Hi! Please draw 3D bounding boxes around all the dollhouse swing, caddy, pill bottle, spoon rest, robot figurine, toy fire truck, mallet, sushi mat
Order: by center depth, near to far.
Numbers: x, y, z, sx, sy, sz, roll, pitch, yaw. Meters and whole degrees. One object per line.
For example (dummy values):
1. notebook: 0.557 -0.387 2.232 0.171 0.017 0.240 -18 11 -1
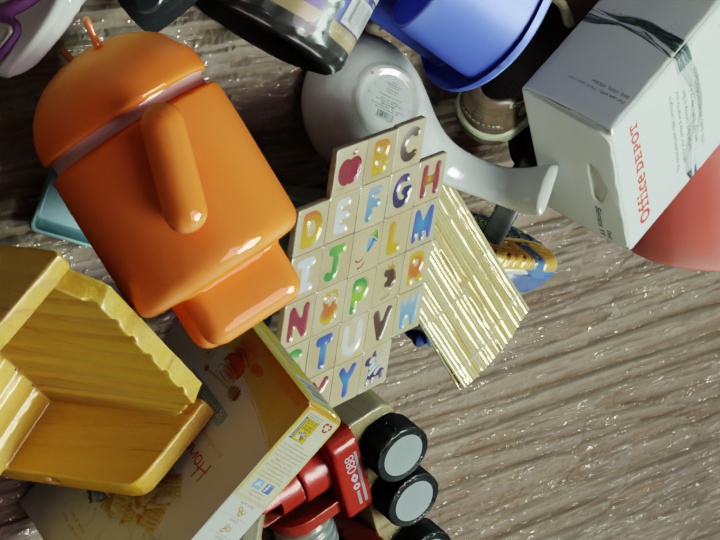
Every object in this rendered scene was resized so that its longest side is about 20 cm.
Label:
1. mallet: -0.106 -0.168 1.303 0.066 0.200 0.041 -42 99 -1
2. robot figurine: -0.114 -0.054 1.330 0.116 0.200 0.144 -31 -178 25
3. dollhouse swing: -0.223 0.105 1.345 0.200 0.181 0.176 54 49 -51
4. pill bottle: -0.016 -0.234 1.436 0.112 0.112 0.200 34 84 -54
5. caddy: 0.084 -0.220 1.526 0.105 0.141 0.201 25 95 -30
6. spoon rest: 0.042 -0.094 1.601 0.200 0.061 0.100 27 74 -24
7. sushi mat: 0.049 -0.021 1.636 0.096 0.012 0.200 -46 113 -39
8. toy fire truck: -0.037 0.200 1.673 0.200 0.129 0.176 -32 135 -20

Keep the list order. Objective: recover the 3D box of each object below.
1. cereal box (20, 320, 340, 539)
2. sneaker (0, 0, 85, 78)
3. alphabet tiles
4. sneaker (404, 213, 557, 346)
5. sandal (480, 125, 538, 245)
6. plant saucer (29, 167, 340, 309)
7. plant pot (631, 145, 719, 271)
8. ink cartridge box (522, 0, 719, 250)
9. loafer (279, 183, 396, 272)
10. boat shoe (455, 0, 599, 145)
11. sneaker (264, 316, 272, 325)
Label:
1. cereal box: -0.117 0.123 1.449 0.200 0.144 0.039 -49 135 6
2. sneaker: -0.151 -0.194 1.323 0.100 0.075 0.200 34 83 -52
3. alphabet tiles: 0.000 0.000 1.523 0.166 0.006 0.201 -23 129 -49
4. sneaker: 0.062 0.011 1.722 0.199 0.075 0.088 -3 121 -41
5. sandal: 0.130 -0.113 1.708 0.201 0.048 0.075 -61 178 -24
6. plant saucer: -0.111 -0.033 1.450 0.199 0.019 0.070 17 97 -27
7. plant pot: 0.300 -0.119 1.845 0.200 0.200 0.178 -30 123 -38
8. ink cartridge box: 0.213 -0.137 1.652 0.200 0.083 0.147 -48 148 -22
9. loafer: -0.073 -0.023 1.530 0.199 0.070 0.075 3 107 -34
10. boat shoe: 0.147 -0.179 1.656 0.203 0.075 0.075 -53 169 -16
11. sneaker: -0.102 0.092 1.551 0.200 0.078 0.066 -58 141 -12
